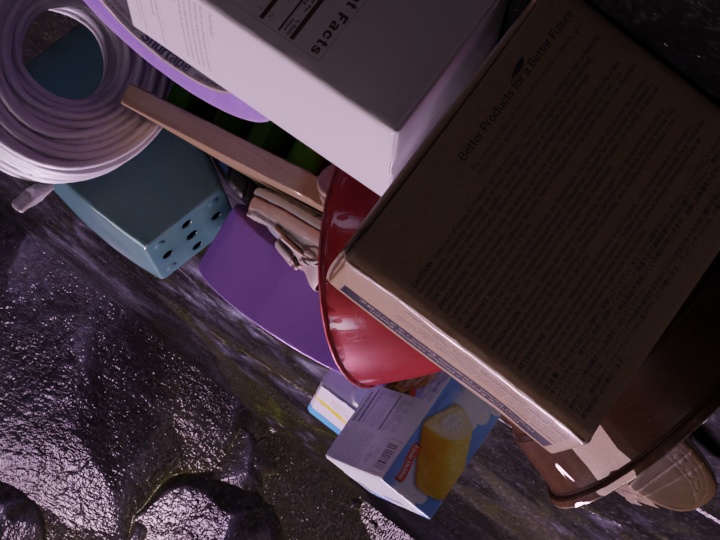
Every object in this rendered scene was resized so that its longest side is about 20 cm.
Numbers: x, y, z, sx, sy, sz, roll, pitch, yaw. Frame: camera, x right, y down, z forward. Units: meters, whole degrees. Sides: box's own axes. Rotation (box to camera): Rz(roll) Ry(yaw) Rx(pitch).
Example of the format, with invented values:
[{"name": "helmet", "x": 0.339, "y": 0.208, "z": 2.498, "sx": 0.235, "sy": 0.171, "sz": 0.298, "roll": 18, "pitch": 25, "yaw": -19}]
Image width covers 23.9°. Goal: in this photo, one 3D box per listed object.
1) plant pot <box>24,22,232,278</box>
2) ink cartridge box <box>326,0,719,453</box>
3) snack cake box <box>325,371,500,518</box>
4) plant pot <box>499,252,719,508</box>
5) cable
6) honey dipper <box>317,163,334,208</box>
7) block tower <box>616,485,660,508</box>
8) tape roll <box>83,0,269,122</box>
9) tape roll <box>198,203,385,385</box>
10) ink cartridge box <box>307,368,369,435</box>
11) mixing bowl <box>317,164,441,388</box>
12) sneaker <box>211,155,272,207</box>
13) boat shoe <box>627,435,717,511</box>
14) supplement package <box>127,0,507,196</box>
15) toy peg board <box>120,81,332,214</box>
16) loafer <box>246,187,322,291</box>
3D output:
[{"name": "plant pot", "x": -0.212, "y": -0.103, "z": 1.549, "sx": 0.200, "sy": 0.141, "sz": 0.141, "roll": 48, "pitch": 171, "yaw": 18}, {"name": "ink cartridge box", "x": 0.105, "y": -0.028, "z": 0.934, "sx": 0.165, "sy": 0.200, "sz": 0.075, "roll": 38, "pitch": 166, "yaw": -1}, {"name": "snack cake box", "x": 0.069, "y": 0.112, "z": 1.525, "sx": 0.067, "sy": 0.200, "sz": 0.115, "roll": 40, "pitch": 167, "yaw": -23}, {"name": "plant pot", "x": 0.128, "y": 0.006, "z": 1.059, "sx": 0.198, "sy": 0.200, "sz": 0.200, "roll": 47, "pitch": 166, "yaw": -5}, {"name": "cable", "x": -0.243, "y": -0.171, "z": 1.372, "sx": 0.200, "sy": 0.200, "sz": 0.069, "roll": 63, "pitch": 156, "yaw": -10}, {"name": "honey dipper", "x": 0.000, "y": 0.000, "z": 1.286, "sx": 0.038, "sy": 0.038, "sz": 0.200, "roll": 29, "pitch": 149, "yaw": 30}, {"name": "block tower", "x": 0.213, "y": 0.148, "z": 1.559, "sx": 0.200, "sy": 0.054, "sz": 0.058, "roll": 37, "pitch": 166, "yaw": -29}, {"name": "tape roll", "x": -0.114, "y": -0.199, "z": 1.184, "sx": 0.200, "sy": 0.085, "sz": 0.200, "roll": 35, "pitch": 166, "yaw": 10}, {"name": "tape roll", "x": -0.043, "y": 0.021, "z": 1.513, "sx": 0.200, "sy": 0.066, "sz": 0.200, "roll": 31, "pitch": -172, "yaw": -5}, {"name": "ink cartridge box", "x": 0.051, "y": 0.112, "z": 1.696, "sx": 0.146, "sy": 0.147, "sz": 0.200, "roll": 37, "pitch": 168, "yaw": 3}, {"name": "mixing bowl", "x": 0.059, "y": -0.012, "z": 1.208, "sx": 0.108, "sy": 0.201, "sz": 0.200, "roll": 4, "pitch": 153, "yaw": 25}, {"name": "sneaker", "x": -0.055, "y": -0.062, "z": 1.534, "sx": 0.200, "sy": 0.073, "sz": 0.082, "roll": 40, "pitch": 172, "yaw": -2}, {"name": "boat shoe", "x": 0.235, "y": 0.133, "z": 1.490, "sx": 0.200, "sy": 0.073, "sz": 0.063, "roll": 37, "pitch": -148, "yaw": -14}, {"name": "supplement package", "x": -0.028, "y": -0.158, "z": 1.011, "sx": 0.200, "sy": 0.120, "sz": 0.121, "roll": 35, "pitch": 166, "yaw": 8}, {"name": "toy peg board", "x": -0.047, "y": -0.109, "z": 1.355, "sx": 0.200, "sy": 0.098, "sz": 0.199, "roll": 28, "pitch": 180, "yaw": 34}, {"name": "loafer", "x": -0.014, "y": 0.000, "z": 1.375, "sx": 0.200, "sy": 0.063, "sz": 0.072, "roll": 28, "pitch": -179, "yaw": 18}]
